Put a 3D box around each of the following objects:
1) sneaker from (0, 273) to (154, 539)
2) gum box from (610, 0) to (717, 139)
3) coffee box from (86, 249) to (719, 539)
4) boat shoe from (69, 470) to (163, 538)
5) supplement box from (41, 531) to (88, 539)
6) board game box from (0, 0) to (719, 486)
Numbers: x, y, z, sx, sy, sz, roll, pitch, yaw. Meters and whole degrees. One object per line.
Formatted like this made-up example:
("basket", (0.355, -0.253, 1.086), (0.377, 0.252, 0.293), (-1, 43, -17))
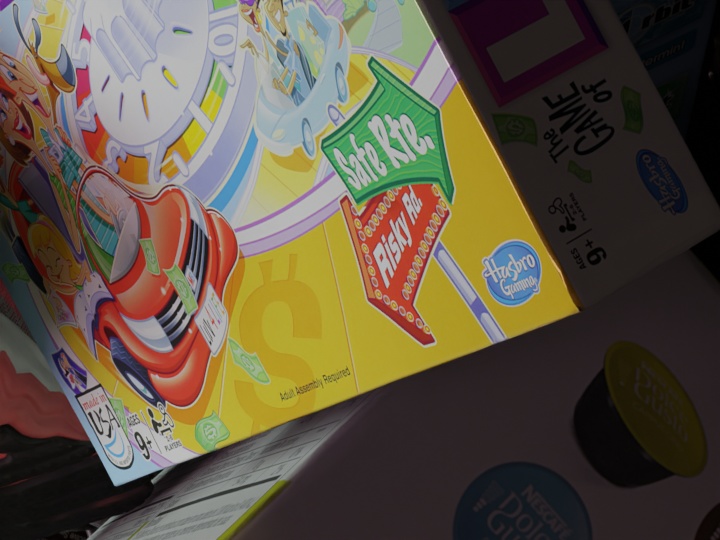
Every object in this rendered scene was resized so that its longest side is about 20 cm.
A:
("sneaker", (-0.099, 0.007, 0.660), (0.200, 0.074, 0.087), (64, -169, -66))
("gum box", (0.019, -0.121, 0.671), (0.170, 0.045, 0.200), (51, 155, 29))
("coffee box", (0.022, 0.128, 0.670), (0.200, 0.198, 0.200), (49, 159, -4))
("boat shoe", (-0.066, 0.064, 0.834), (0.070, 0.066, 0.200), (5, 112, 65))
("supplement box", (-0.114, 0.033, 0.923), (0.109, 0.200, 0.061), (16, 173, 41))
("board game box", (-0.028, -0.039, 0.546), (0.135, 0.034, 0.200), (62, 151, -1))
